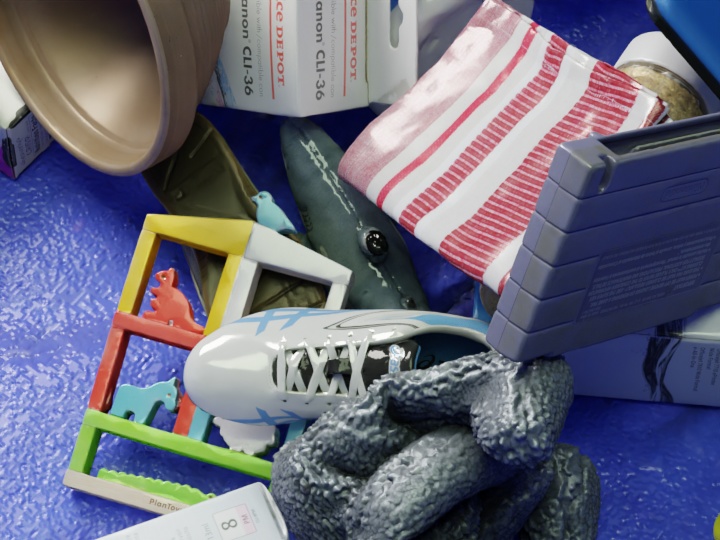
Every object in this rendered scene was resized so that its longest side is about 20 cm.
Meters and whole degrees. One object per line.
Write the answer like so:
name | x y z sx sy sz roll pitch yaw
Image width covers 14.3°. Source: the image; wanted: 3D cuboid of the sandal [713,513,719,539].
sandal | 0.289 0.132 1.656 0.200 0.079 0.087 -35 100 -28

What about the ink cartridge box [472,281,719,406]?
ink cartridge box | 0.170 -0.002 1.727 0.199 0.084 0.146 4 57 4

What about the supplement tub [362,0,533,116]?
supplement tub | 0.004 -0.201 1.831 0.132 0.132 0.200 -33 62 -19

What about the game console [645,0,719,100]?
game console | 0.250 -0.119 1.727 0.200 0.118 0.171 48 57 -7

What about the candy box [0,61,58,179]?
candy box | -0.210 -0.172 1.855 0.136 0.061 0.200 34 63 19

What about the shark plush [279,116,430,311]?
shark plush | 0.000 0.000 1.728 0.090 0.083 0.201 -15 58 -9

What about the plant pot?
plant pot | -0.142 -0.165 1.713 0.093 0.201 0.201 -27 60 -31

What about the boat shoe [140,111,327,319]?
boat shoe | -0.073 -0.006 1.748 0.073 0.063 0.201 -33 72 -2

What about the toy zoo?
toy zoo | -0.084 0.049 1.692 0.131 0.020 0.201 15 81 10

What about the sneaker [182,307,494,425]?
sneaker | -0.003 0.054 1.637 0.199 0.072 0.072 -1 82 1

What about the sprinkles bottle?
sprinkles bottle | 0.142 -0.047 1.666 0.068 0.068 0.200 25 61 16

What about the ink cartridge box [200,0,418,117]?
ink cartridge box | -0.057 -0.159 1.759 0.199 0.117 0.067 10 16 42

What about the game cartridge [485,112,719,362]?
game cartridge | 0.154 -0.023 1.568 0.038 0.130 0.200 41 33 28

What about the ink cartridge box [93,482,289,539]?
ink cartridge box | -0.131 0.204 1.552 0.199 0.163 0.057 -21 54 -13

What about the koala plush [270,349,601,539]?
koala plush | 0.044 0.174 1.576 0.183 0.178 0.201 -10 57 8

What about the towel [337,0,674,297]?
towel | 0.079 -0.073 1.637 0.144 0.023 0.200 -48 35 -2
